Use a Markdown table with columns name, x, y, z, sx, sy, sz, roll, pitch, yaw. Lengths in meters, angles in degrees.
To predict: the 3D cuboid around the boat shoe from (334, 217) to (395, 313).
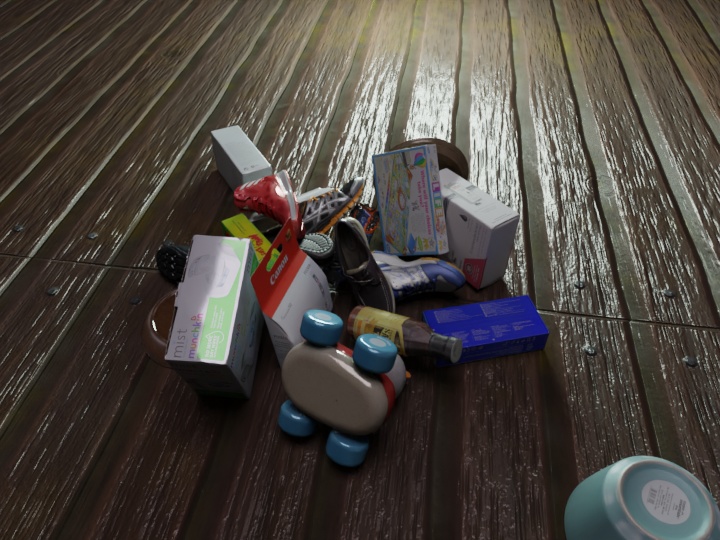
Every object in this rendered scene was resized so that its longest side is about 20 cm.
| name | x | y | z | sx | sy | sz | roll | pitch | yaw |
| --- | --- | --- | --- | --- | --- | --- | --- | --- | --- |
| boat shoe | 0.000 | 0.000 | 1.118 | 0.071 | 0.202 | 0.065 | -22 | -5 | 17 |

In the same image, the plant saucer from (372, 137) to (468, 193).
| name | x | y | z | sx | sy | sz | roll | pitch | yaw |
| --- | --- | --- | --- | --- | --- | --- | --- | --- | --- |
| plant saucer | 0.124 | -0.184 | 1.294 | 0.198 | 0.201 | 0.030 | -2 | 49 | -2 |

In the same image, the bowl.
| name | x | y | z | sx | sy | sz | roll | pitch | yaw |
| --- | --- | --- | --- | --- | --- | --- | --- | --- | --- |
| bowl | 0.373 | 0.321 | 0.809 | 0.199 | 0.106 | 0.202 | 0 | 42 | 0 |

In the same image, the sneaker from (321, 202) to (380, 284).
| name | x | y | z | sx | sy | sz | roll | pitch | yaw |
| --- | --- | --- | --- | --- | --- | --- | --- | --- | --- |
| sneaker | -0.017 | -0.041 | 1.228 | 0.075 | 0.079 | 0.201 | 27 | 50 | 7 |

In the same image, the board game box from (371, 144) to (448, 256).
| name | x | y | z | sx | sy | sz | roll | pitch | yaw |
| --- | --- | --- | --- | --- | --- | --- | --- | --- | --- |
| board game box | 0.093 | -0.129 | 1.205 | 0.134 | 0.202 | 0.034 | -1 | 10 | 43 |

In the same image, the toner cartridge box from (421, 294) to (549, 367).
| name | x | y | z | sx | sy | sz | roll | pitch | yaw |
| --- | --- | --- | --- | --- | --- | --- | --- | --- | --- |
| toner cartridge box | 0.213 | 0.103 | 1.093 | 0.198 | 0.043 | 0.095 | -8 | 42 | -9 |

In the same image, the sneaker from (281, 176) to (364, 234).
| name | x | y | z | sx | sy | sz | roll | pitch | yaw |
| --- | --- | --- | --- | --- | --- | --- | --- | --- | --- |
| sneaker | -0.071 | -0.121 | 1.253 | 0.200 | 0.078 | 0.077 | -44 | 92 | -7 |

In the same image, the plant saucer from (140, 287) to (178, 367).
| name | x | y | z | sx | sy | sz | roll | pitch | yaw |
| --- | --- | --- | --- | --- | --- | --- | --- | --- | --- |
| plant saucer | -0.289 | 0.087 | 1.116 | 0.198 | 0.035 | 0.201 | 0 | 43 | 0 |

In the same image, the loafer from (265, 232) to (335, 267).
| name | x | y | z | sx | sy | sz | roll | pitch | yaw |
| --- | --- | --- | --- | --- | --- | --- | --- | --- | --- |
| loafer | -0.112 | -0.027 | 1.178 | 0.073 | 0.072 | 0.199 | -27 | 24 | -33 |

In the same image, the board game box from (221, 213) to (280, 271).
| name | x | y | z | sx | sy | sz | roll | pitch | yaw |
| --- | --- | --- | --- | --- | --- | --- | --- | --- | --- |
| board game box | -0.186 | -0.009 | 1.170 | 0.047 | 0.102 | 0.200 | -25 | 48 | -26 |

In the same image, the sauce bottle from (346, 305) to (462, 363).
| name | x | y | z | sx | sy | sz | roll | pitch | yaw |
| --- | --- | --- | --- | --- | --- | --- | --- | --- | --- |
| sauce bottle | 0.071 | 0.107 | 1.041 | 0.199 | 0.066 | 0.066 | 11 | 41 | 36 |

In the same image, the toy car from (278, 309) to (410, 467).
| name | x | y | z | sx | sy | sz | roll | pitch | yaw |
| --- | --- | --- | --- | --- | --- | --- | --- | --- | --- |
| toy car | -0.004 | 0.159 | 0.973 | 0.176 | 0.186 | 0.200 | 23 | 17 | 24 |

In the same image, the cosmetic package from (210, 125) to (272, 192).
| name | x | y | z | sx | sy | sz | roll | pitch | yaw |
| --- | --- | --- | --- | --- | --- | --- | --- | --- | --- |
| cosmetic package | -0.265 | -0.233 | 1.419 | 0.073 | 0.102 | 0.200 | -19 | 47 | -21 |

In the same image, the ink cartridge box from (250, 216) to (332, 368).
| name | x | y | z | sx | sy | sz | roll | pitch | yaw |
| --- | --- | --- | --- | --- | --- | --- | --- | --- | --- |
| ink cartridge box | -0.105 | 0.041 | 1.042 | 0.057 | 0.201 | 0.163 | 8 | 43 | 16 |

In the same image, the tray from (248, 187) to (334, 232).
| name | x | y | z | sx | sy | sz | roll | pitch | yaw |
| --- | --- | --- | --- | --- | --- | --- | --- | --- | --- |
| tray | -0.154 | -0.123 | 1.299 | 0.199 | 0.107 | 0.022 | -25 | 83 | -25 |

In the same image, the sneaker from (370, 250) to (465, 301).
| name | x | y | z | sx | sy | sz | roll | pitch | yaw |
| --- | --- | --- | --- | --- | --- | --- | --- | --- | --- |
| sneaker | 0.092 | 0.025 | 1.167 | 0.198 | 0.076 | 0.089 | 6 | 49 | 20 |

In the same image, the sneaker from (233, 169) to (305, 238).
| name | x | y | z | sx | sy | sz | roll | pitch | yaw |
| --- | --- | --- | --- | --- | --- | --- | --- | --- | --- |
| sneaker | -0.173 | -0.111 | 1.189 | 0.114 | 0.079 | 0.200 | -16 | 35 | -6 |

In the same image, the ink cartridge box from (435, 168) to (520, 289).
| name | x | y | z | sx | sy | sz | roll | pitch | yaw |
| --- | --- | --- | --- | --- | --- | --- | --- | --- | --- |
| ink cartridge box | 0.195 | -0.083 | 1.220 | 0.082 | 0.147 | 0.200 | -24 | 46 | -30 |

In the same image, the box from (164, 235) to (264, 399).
| name | x | y | z | sx | sy | sz | roll | pitch | yaw |
| --- | --- | --- | --- | --- | --- | --- | --- | --- | --- |
| box | -0.216 | 0.075 | 0.979 | 0.096 | 0.177 | 0.202 | 4 | 63 | 4 |

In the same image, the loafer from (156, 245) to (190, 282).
| name | x | y | z | sx | sy | sz | roll | pitch | yaw |
| --- | --- | --- | --- | --- | --- | --- | --- | --- | --- |
| loafer | -0.305 | -0.012 | 1.190 | 0.199 | 0.069 | 0.070 | 6 | 8 | 33 |
